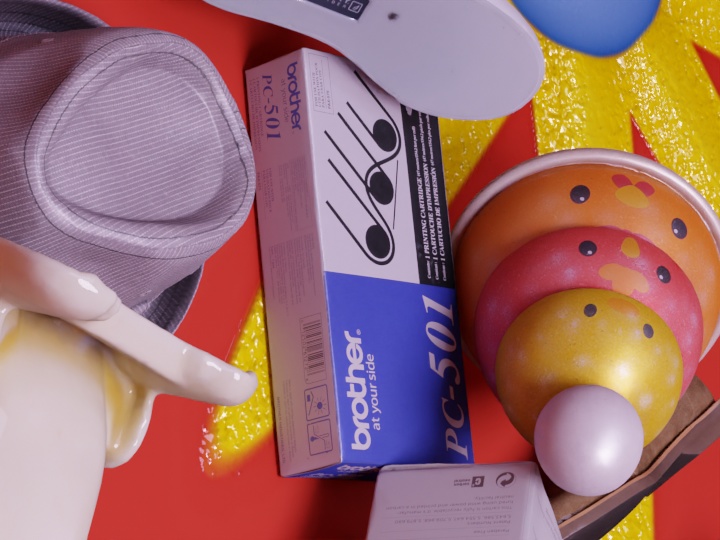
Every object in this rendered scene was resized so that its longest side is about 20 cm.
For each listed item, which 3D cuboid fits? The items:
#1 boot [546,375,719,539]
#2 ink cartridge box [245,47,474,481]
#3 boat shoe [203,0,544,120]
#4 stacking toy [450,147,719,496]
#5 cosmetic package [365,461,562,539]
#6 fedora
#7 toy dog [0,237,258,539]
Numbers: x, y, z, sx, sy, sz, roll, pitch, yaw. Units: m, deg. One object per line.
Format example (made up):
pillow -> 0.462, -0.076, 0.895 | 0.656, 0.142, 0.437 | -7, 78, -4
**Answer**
boot -> 0.119, 0.096, 1.327 | 0.075, 0.074, 0.200 | 51, 38, 5
ink cartridge box -> 0.000, 0.000, 1.227 | 0.094, 0.044, 0.200 | 8, 72, -45
boat shoe -> -0.001, -0.146, 1.217 | 0.200, 0.071, 0.091 | 24, 32, -26
stacking toy -> 0.110, 0.044, 1.203 | 0.146, 0.146, 0.200 | 53, 18, -22
cosmetic package -> 0.043, 0.195, 1.131 | 0.200, 0.081, 0.113 | -75, 154, -45
fedora -> -0.117, -0.040, 1.072 | 0.200, 0.090, 0.177 | -13, 87, -50
toy dog -> -0.165, 0.087, 0.928 | 0.200, 0.194, 0.140 | -66, 154, -10
